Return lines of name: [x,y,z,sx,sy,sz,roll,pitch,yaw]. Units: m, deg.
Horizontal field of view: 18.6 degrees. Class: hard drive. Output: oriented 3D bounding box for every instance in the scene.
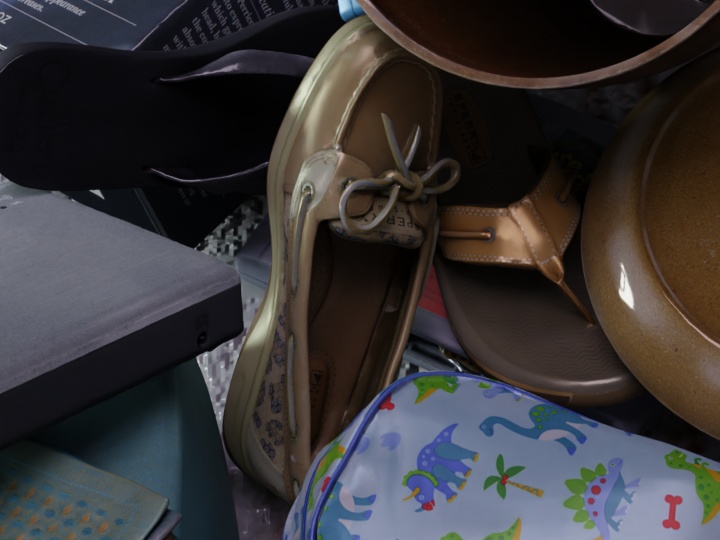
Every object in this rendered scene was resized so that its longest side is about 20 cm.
hard drive: [-0.160,0.027,0.781,0.139,0.033,0.199,21,34,40]

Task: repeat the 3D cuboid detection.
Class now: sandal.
sandal: [-0.055,-0.061,0.886,0.199,0.077,0.043,-10,19,-25]
sandal: [0.061,-0.026,0.905,0.080,0.054,0.201,-20,55,-3]

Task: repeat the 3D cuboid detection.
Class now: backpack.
backpack: [0.069,0.122,0.808,0.199,0.154,0.164,18,68,36]

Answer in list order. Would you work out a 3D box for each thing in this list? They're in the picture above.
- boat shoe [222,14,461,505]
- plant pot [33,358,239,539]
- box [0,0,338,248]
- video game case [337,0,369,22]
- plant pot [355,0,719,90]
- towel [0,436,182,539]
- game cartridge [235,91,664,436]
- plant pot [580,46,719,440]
boat shoe: [0.000,0.000,0.874,0.073,0.202,0.063,2,18,-32]
plant pot: [-0.118,0.107,0.845,0.140,0.142,0.201,-4,54,9]
box: [-0.076,-0.127,0.992,0.200,0.107,0.148,-45,46,-19]
video game case: [0.027,-0.194,0.933,0.018,0.143,0.202,-15,78,36]
plant pot: [0.100,-0.153,0.875,0.185,0.200,0.189,-1,87,20]
towel: [-0.172,0.130,0.739,0.146,0.022,0.200,23,60,29]
game cartridge: [0.061,-0.014,0.952,0.199,0.041,0.133,23,60,24]
plant pot: [0.184,-0.020,0.846,0.198,0.028,0.201,-4,59,6]
